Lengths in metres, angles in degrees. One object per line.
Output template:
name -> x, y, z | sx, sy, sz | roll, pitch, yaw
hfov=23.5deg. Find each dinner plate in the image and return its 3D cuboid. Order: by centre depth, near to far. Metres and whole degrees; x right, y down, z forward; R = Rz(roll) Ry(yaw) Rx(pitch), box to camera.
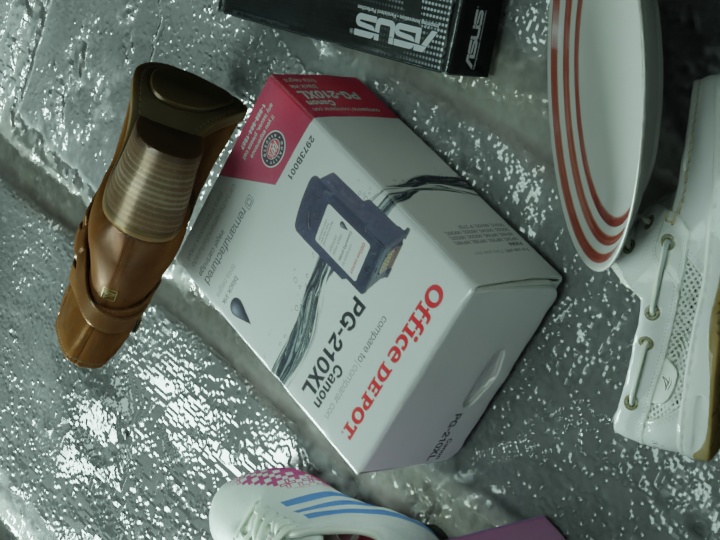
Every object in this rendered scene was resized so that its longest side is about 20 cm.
dinner plate -> 0.126, -0.100, 0.880 | 0.200, 0.024, 0.201 | 179, 90, -85

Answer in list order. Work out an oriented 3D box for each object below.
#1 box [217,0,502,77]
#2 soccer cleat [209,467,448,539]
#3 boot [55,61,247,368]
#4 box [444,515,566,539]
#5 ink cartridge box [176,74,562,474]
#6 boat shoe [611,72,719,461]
box -> 0.009, -0.229, 1.031 | 0.200, 0.047, 0.194 | 22, 104, 40
soccer cleat -> -0.038, 0.165, 1.064 | 0.200, 0.086, 0.070 | 6, 96, 42
boot -> -0.134, -0.037, 1.089 | 0.200, 0.077, 0.155 | -94, 26, -64
box -> 0.027, 0.247, 0.949 | 0.097, 0.176, 0.200 | 50, 123, 28
ink cartridge box -> 0.000, 0.000, 1.023 | 0.200, 0.084, 0.145 | 47, 122, 30
boat shoe -> 0.159, -0.004, 0.880 | 0.069, 0.071, 0.200 | 8, 99, 23
